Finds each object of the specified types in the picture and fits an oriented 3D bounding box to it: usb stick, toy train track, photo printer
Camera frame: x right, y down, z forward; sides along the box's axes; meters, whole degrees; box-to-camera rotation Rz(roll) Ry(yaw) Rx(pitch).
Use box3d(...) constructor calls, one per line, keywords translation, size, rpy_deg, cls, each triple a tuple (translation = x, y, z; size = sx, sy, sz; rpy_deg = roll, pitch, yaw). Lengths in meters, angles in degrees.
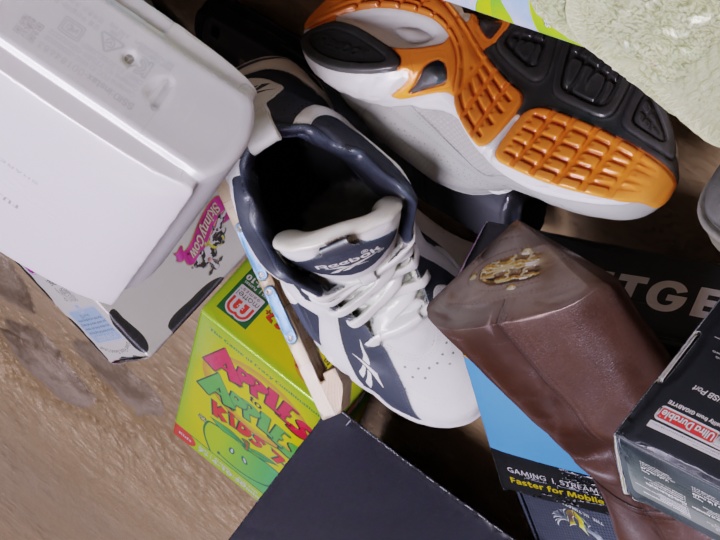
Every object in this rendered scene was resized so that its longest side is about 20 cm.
box3d(translation=(0.004, -0.071, 1.221), size=(0.200, 0.033, 0.055), rpy_deg=(32, 162, 23), cls="usb stick")
box3d(translation=(-0.044, -0.026, 1.231), size=(0.200, 0.032, 0.115), rpy_deg=(66, -167, -3), cls="toy train track")
box3d(translation=(-0.144, -0.066, 1.130), size=(0.166, 0.069, 0.200), rpy_deg=(34, 155, -5), cls="photo printer")

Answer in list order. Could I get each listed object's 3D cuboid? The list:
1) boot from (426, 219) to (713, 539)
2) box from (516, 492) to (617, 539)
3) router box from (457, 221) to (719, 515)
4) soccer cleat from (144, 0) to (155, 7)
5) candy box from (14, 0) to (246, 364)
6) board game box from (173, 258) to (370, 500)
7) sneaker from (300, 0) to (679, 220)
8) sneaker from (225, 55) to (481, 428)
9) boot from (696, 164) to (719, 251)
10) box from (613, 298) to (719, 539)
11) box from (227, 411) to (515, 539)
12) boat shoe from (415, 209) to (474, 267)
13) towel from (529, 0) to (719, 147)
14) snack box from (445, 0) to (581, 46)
box3d(translation=(0.140, 0.058, 1.052), size=(0.186, 0.064, 0.200), rpy_deg=(-12, 124, 41), cls="boot")
box3d(translation=(0.165, 0.127, 1.288), size=(0.200, 0.051, 0.158), rpy_deg=(26, 154, 35), cls="box")
box3d(translation=(0.149, 0.059, 1.140), size=(0.200, 0.051, 0.149), rpy_deg=(11, 144, 25), cls="router box")
box3d(translation=(-0.131, -0.124, 1.264), size=(0.069, 0.078, 0.200), rpy_deg=(-21, 88, 34), cls="soccer cleat")
box3d(translation=(-0.141, -0.069, 1.318), size=(0.200, 0.136, 0.061), rpy_deg=(48, 158, -13), cls="candy box")
box3d(translation=(-0.053, 0.078, 1.543), size=(0.102, 0.048, 0.200), rpy_deg=(39, 156, 9), cls="board game box")
box3d(translation=(0.066, -0.063, 1.108), size=(0.200, 0.076, 0.092), rpy_deg=(31, 163, 41), cls="sneaker")
box3d(translation=(0.000, 0.000, 1.142), size=(0.199, 0.079, 0.130), rpy_deg=(62, -176, -14), cls="sneaker")
box3d(translation=(0.164, -0.086, 0.905), size=(0.182, 0.073, 0.200), rpy_deg=(-3, 138, 40), cls="boot")
box3d(translation=(0.220, 0.057, 0.952), size=(0.200, 0.159, 0.046), rpy_deg=(26, 153, 31), cls="box")
box3d(translation=(0.035, 0.185, 1.460), size=(0.182, 0.104, 0.200), rpy_deg=(37, 172, 14), cls="box")
box3d(translation=(0.036, 0.013, 1.283), size=(0.200, 0.072, 0.069), rpy_deg=(17, 145, 27), cls="boat shoe")
box3d(translation=(0.160, -0.105, 0.803), size=(0.148, 0.037, 0.200), rpy_deg=(30, 133, -13), cls="towel")
box3d(translation=(0.010, -0.188, 0.971), size=(0.200, 0.068, 0.169), rpy_deg=(21, 148, 36), cls="snack box")
